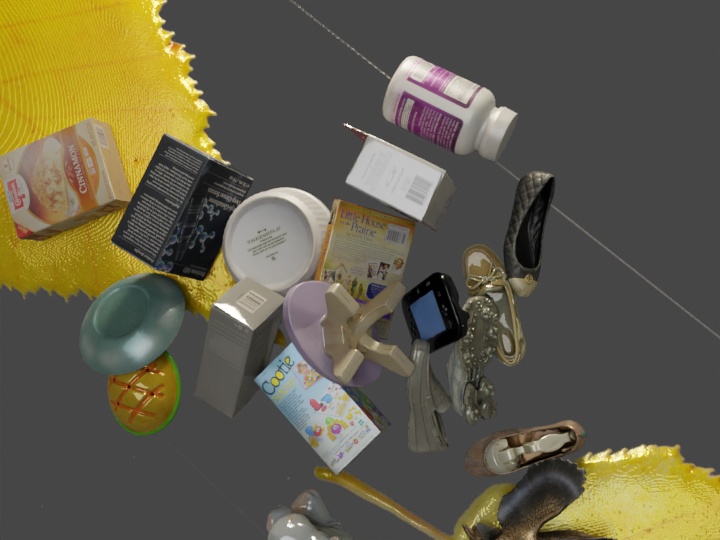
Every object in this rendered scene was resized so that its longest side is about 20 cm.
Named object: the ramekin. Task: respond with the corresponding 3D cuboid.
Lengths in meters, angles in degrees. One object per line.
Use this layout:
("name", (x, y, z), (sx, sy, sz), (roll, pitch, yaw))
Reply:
("ramekin", (-0.137, -0.040, 1.442), (0.200, 0.094, 0.205), (0, 88, 12))

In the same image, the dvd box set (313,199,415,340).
("dvd box set", (0.000, 0.000, 1.406), (0.145, 0.029, 0.202), (13, 91, -25))

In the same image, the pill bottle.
("pill bottle", (0.144, -0.253, 1.385), (0.199, 0.112, 0.113), (28, 93, 12))

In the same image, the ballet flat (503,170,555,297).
("ballet flat", (0.267, -0.059, 1.370), (0.066, 0.057, 0.202), (8, 87, -29))

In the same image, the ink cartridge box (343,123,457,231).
("ink cartridge box", (0.050, -0.142, 1.354), (0.174, 0.200, 0.084), (28, 94, 11))

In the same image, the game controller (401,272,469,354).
("game controller", (0.110, 0.069, 1.343), (0.042, 0.200, 0.105), (-24, 83, -20))

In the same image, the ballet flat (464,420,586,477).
("ballet flat", (0.254, 0.278, 1.359), (0.198, 0.067, 0.069), (-21, 82, 10))

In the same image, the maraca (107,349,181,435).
("maraca", (-0.372, 0.179, 1.477), (0.136, 0.107, 0.202), (-17, 76, 9))

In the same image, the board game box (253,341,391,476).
("board game box", (-0.059, 0.214, 1.409), (0.105, 0.103, 0.200), (-44, 80, 7))

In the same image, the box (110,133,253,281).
("box", (-0.293, -0.101, 1.443), (0.107, 0.148, 0.201), (29, 94, 23))

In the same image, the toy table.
("toy table", (-0.014, 0.094, 1.311), (0.199, 0.117, 0.185), (36, 63, -26))

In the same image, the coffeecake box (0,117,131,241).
("coffeecake box", (-0.524, -0.159, 1.540), (0.198, 0.073, 0.155), (-20, 84, 11))

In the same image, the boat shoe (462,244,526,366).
("boat shoe", (0.212, 0.054, 1.380), (0.072, 0.063, 0.203), (-16, 84, 10))

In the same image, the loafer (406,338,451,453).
("loafer", (0.109, 0.199, 1.368), (0.069, 0.070, 0.202), (0, 117, 8))

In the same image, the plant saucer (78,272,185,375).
("plant saucer", (-0.396, 0.078, 1.470), (0.199, 0.039, 0.203), (-10, 53, 13))

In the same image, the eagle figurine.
("eagle figurine", (0.269, 0.399, 1.321), (0.199, 0.152, 0.151), (-31, 53, -11))

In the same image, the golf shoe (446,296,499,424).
("golf shoe", (0.162, 0.135, 1.361), (0.078, 0.097, 0.202), (-3, 101, -29))

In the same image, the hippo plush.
("hippo plush", (-0.083, 0.458, 1.373), (0.199, 0.161, 0.160), (37, 95, 11))

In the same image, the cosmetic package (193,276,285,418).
("cosmetic package", (-0.195, 0.125, 1.399), (0.090, 0.107, 0.201), (29, 125, 11))
